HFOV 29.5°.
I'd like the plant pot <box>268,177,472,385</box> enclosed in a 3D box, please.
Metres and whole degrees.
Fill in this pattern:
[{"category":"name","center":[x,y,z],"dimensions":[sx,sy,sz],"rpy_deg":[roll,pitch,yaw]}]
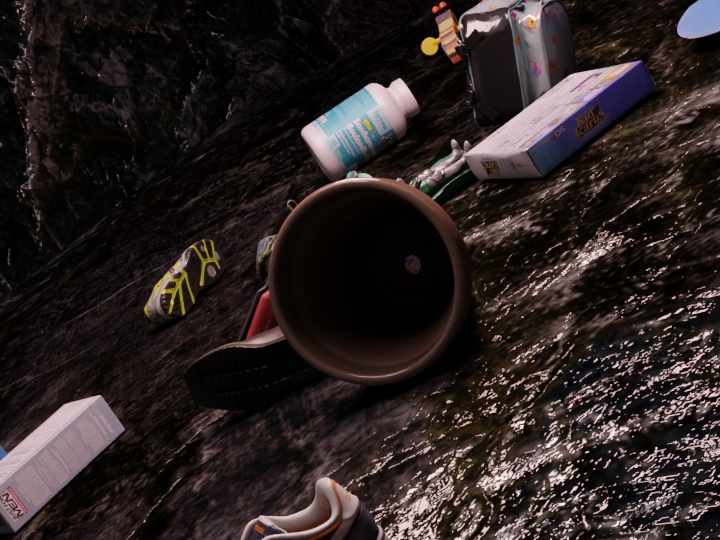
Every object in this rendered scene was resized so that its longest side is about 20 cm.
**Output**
[{"category":"plant pot","center":[0.031,0.001,1.368],"dimensions":[0.199,0.201,0.174],"rpy_deg":[-27,-3,21]}]

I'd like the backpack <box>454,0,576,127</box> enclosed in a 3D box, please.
[{"category":"backpack","center":[0.231,-0.318,1.983],"dimensions":[0.152,0.177,0.200],"rpy_deg":[-10,20,18]}]

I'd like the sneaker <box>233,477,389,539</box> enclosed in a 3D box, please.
[{"category":"sneaker","center":[-0.076,0.233,0.999],"dimensions":[0.200,0.080,0.078],"rpy_deg":[-39,16,-16]}]

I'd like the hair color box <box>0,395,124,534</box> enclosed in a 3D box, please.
[{"category":"hair color box","center":[-0.402,0.245,1.720],"dimensions":[0.099,0.061,0.200],"rpy_deg":[-17,20,49]}]

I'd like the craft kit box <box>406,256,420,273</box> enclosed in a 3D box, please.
[{"category":"craft kit box","center":[0.000,0.000,1.690],"dimensions":[0.197,0.049,0.200],"rpy_deg":[-29,14,5]}]

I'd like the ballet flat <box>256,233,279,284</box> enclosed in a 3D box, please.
[{"category":"ballet flat","center":[-0.059,-0.023,1.709],"dimensions":[0.199,0.074,0.074],"rpy_deg":[-21,18,46]}]

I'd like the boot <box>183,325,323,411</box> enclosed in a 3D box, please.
[{"category":"boot","center":[-0.090,0.089,1.550],"dimensions":[0.198,0.078,0.138],"rpy_deg":[-15,15,16]}]

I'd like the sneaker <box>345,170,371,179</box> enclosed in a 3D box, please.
[{"category":"sneaker","center":[-0.018,-0.076,1.914],"dimensions":[0.121,0.084,0.200],"rpy_deg":[-39,11,16]}]

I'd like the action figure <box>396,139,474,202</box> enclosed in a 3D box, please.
[{"category":"action figure","center":[0.072,-0.101,1.855],"dimensions":[0.200,0.055,0.118],"rpy_deg":[-41,18,-13]}]

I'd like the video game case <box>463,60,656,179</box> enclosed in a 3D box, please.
[{"category":"video game case","center":[0.253,-0.189,1.751],"dimensions":[0.200,0.046,0.181],"rpy_deg":[-37,13,-15]}]

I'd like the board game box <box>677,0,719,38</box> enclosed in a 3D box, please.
[{"category":"board game box","center":[0.503,-0.345,1.748],"dimensions":[0.199,0.039,0.158],"rpy_deg":[-35,18,13]}]

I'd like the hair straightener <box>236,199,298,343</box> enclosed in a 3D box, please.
[{"category":"hair straightener","center":[-0.111,0.010,1.670],"dimensions":[0.077,0.041,0.202],"rpy_deg":[-147,71,-70]}]

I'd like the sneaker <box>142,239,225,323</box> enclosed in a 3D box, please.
[{"category":"sneaker","center":[-0.290,0.015,2.220],"dimensions":[0.076,0.076,0.200],"rpy_deg":[-22,16,36]}]

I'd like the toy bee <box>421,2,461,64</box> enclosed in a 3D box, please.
[{"category":"toy bee","center":[0.179,-0.493,2.818],"dimensions":[0.131,0.109,0.200],"rpy_deg":[-36,14,-3]}]

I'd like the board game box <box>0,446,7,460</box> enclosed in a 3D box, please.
[{"category":"board game box","center":[-0.575,0.336,1.808],"dimensions":[0.195,0.056,0.200],"rpy_deg":[-28,15,21]}]

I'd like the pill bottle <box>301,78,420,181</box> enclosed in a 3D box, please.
[{"category":"pill bottle","center":[0.004,-0.251,2.385],"dimensions":[0.199,0.111,0.111],"rpy_deg":[-34,14,-2]}]
